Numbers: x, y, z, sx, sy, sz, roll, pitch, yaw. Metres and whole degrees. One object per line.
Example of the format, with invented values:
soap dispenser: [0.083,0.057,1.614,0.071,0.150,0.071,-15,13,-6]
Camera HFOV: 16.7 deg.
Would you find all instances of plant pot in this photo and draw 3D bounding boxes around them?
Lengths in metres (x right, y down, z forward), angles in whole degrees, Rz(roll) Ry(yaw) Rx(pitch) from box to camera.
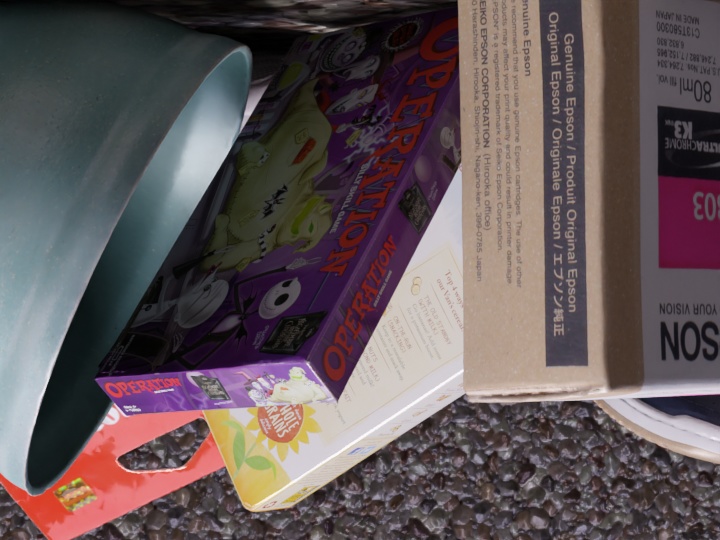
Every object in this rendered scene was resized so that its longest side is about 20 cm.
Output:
plant pot: [-0.146,-0.029,1.000,0.133,0.201,0.200,26,180,5]

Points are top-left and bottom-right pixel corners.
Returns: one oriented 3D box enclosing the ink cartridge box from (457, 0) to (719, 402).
ink cartridge box: [0.127,-0.032,0.993,0.075,0.166,0.199,-4,177,41]

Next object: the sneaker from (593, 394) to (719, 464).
sneaker: [0.145,0.009,1.148,0.070,0.109,0.200,13,-163,-26]

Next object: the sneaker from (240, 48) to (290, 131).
sneaker: [-0.055,-0.063,1.190,0.074,0.083,0.200,-1,178,-3]

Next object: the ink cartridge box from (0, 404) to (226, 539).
ink cartridge box: [-0.139,0.059,1.270,0.199,0.174,0.044,-26,-155,23]

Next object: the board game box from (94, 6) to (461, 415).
board game box: [-0.018,-0.027,1.004,0.119,0.201,0.032,-3,135,38]

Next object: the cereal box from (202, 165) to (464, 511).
cereal box: [0.000,0.000,1.106,0.199,0.145,0.039,-34,160,28]
